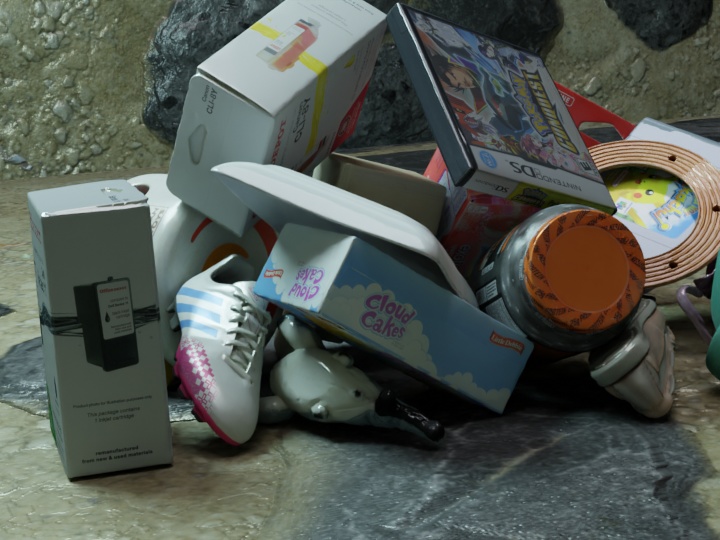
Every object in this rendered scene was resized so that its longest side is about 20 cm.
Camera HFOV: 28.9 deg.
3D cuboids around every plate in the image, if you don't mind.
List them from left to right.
[{"bbox_3d":[-0.002,-0.030,1.137,0.199,0.032,0.200,23,-9,20],"label":"plate"}]

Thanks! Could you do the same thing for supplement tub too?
[{"bbox_3d":[0.166,0.013,1.188,0.122,0.124,0.200,-5,-8,-9],"label":"supplement tub"}]

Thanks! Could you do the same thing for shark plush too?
[{"bbox_3d":[-0.004,0.092,1.121,0.199,0.091,0.083,-1,-22,44],"label":"shark plush"}]

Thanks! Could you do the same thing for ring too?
[{"bbox_3d":[0.262,-0.053,1.360,0.199,0.019,0.201,-8,46,8],"label":"ring"}]

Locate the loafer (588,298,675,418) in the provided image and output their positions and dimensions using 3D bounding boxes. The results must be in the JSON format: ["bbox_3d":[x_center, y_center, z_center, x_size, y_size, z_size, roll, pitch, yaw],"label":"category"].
[{"bbox_3d":[0.233,0.077,1.175,0.072,0.063,0.200,-41,-2,17],"label":"loafer"}]

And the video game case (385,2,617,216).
[{"bbox_3d":[0.123,-0.137,1.226,0.180,0.201,0.026,12,-45,-37],"label":"video game case"}]

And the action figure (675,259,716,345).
[{"bbox_3d":[0.379,0.020,1.371,0.148,0.134,0.200,-31,10,4],"label":"action figure"}]

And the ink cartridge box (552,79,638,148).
[{"bbox_3d":[0.231,-0.085,1.481,0.199,0.177,0.045,27,10,-6],"label":"ink cartridge box"}]

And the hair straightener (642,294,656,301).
[{"bbox_3d":[0.192,0.029,1.352,0.198,0.078,0.041,-7,-15,-14],"label":"hair straightener"}]

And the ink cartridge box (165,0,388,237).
[{"bbox_3d":[-0.071,-0.145,1.227,0.083,0.146,0.200,32,45,12],"label":"ink cartridge box"}]

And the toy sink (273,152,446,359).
[{"bbox_3d":[0.000,0.000,1.325,0.111,0.201,0.130,13,7,-13],"label":"toy sink"}]

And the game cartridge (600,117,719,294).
[{"bbox_3d":[0.295,-0.068,1.402,0.133,0.041,0.200,27,59,27],"label":"game cartridge"}]

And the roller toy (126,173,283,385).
[{"bbox_3d":[-0.161,0.005,1.294,0.139,0.184,0.199,7,14,38],"label":"roller toy"}]

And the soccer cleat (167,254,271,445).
[{"bbox_3d":[-0.106,0.055,1.129,0.086,0.070,0.200,-40,34,11],"label":"soccer cleat"}]

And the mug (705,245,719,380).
[{"bbox_3d":[0.373,0.011,1.168,0.151,0.115,0.186,8,47,11],"label":"mug"}]

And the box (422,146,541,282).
[{"bbox_3d":[0.111,-0.051,1.347,0.094,0.103,0.200,3,-32,-15],"label":"box"}]

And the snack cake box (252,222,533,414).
[{"bbox_3d":[0.027,0.038,1.125,0.199,0.068,0.115,30,-7,-30],"label":"snack cake box"}]

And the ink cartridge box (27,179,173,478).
[{"bbox_3d":[-0.203,0.039,1.077,0.082,0.202,0.147,-6,11,-16],"label":"ink cartridge box"}]
